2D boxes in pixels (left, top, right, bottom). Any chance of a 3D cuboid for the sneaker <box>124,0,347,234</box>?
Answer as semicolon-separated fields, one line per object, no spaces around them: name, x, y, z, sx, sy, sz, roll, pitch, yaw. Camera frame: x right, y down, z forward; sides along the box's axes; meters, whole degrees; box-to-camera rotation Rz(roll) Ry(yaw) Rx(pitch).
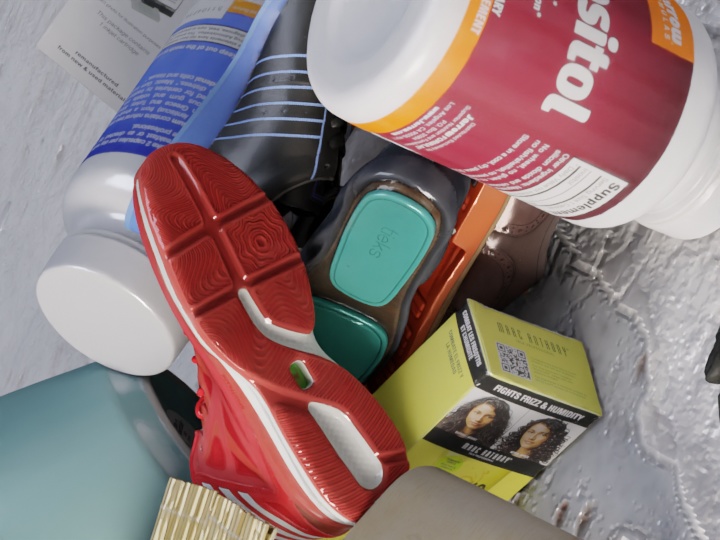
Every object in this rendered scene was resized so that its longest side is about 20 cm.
sneaker;-0.031;-0.080;1.352;0.200;0.078;0.070;-55;-8;1

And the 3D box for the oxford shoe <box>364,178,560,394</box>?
oxford shoe;0.051;0.012;1.355;0.200;0.072;0.071;-61;32;31

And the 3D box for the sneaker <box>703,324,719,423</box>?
sneaker;0.194;0.056;1.095;0.088;0.074;0.200;-59;27;15

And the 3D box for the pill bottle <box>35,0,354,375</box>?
pill bottle;-0.088;-0.045;1.449;0.112;0.112;0.200;-21;31;51

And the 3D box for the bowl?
bowl;-0.116;0.125;1.456;0.105;0.201;0.201;-39;36;7

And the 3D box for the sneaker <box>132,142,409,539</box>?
sneaker;-0.069;0.046;1.295;0.115;0.078;0.200;-31;85;50

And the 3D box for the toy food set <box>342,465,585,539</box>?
toy food set;0.030;0.186;1.202;0.143;0.060;0.200;25;65;41

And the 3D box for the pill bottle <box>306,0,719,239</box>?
pill bottle;0.085;-0.087;1.231;0.113;0.200;0.113;-36;43;42

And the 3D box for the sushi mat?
sushi mat;-0.095;0.200;1.287;0.096;0.012;0.200;21;92;58

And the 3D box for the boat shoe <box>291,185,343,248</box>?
boat shoe;-0.023;0.045;1.446;0.068;0.072;0.200;-37;38;41

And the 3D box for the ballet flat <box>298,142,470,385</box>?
ballet flat;0.000;0.000;1.317;0.200;0.073;0.073;124;151;-48

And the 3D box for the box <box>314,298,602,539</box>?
box;0.024;0.100;1.333;0.200;0.075;0.050;-45;39;33

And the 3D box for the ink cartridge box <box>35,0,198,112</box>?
ink cartridge box;-0.088;-0.202;1.639;0.200;0.083;0.147;-51;1;26
